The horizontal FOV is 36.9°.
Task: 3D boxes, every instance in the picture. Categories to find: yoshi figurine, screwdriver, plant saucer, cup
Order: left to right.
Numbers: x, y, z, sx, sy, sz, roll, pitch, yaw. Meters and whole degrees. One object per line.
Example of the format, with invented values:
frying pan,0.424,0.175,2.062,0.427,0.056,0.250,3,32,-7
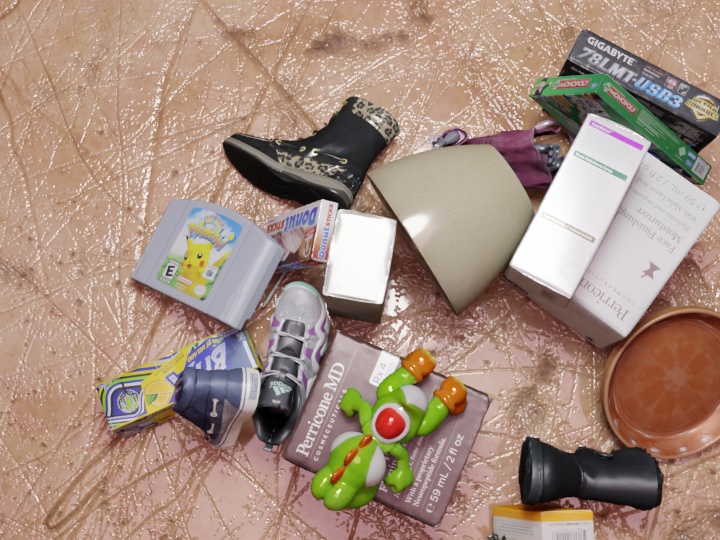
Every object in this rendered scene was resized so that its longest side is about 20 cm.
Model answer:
screwdriver,-0.071,-0.036,1.405,0.029,0.028,0.201,20,77,33
yoshi figurine,0.022,0.186,1.186,0.200,0.112,0.112,-44,123,-19
cup,0.120,-0.067,1.274,0.143,0.200,0.201,-32,82,1
plant saucer,0.390,0.137,1.332,0.199,0.032,0.201,-4,110,-10

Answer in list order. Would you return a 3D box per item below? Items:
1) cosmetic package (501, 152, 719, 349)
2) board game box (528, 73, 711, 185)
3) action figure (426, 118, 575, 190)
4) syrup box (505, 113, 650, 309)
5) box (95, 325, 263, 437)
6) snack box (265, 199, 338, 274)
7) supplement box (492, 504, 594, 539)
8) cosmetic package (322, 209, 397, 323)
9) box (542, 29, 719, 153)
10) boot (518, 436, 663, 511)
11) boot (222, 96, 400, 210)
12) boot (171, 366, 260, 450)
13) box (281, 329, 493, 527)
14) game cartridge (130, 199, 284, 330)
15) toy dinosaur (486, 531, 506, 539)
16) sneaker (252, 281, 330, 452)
cosmetic package,0.302,-0.033,1.331,0.165,0.165,0.200,36,83,8
board game box,0.318,-0.171,1.326,0.200,0.134,0.029,34,82,-26
action figure,0.163,-0.153,1.386,0.199,0.134,0.149,2,41,27
syrup box,0.244,-0.066,1.215,0.081,0.079,0.200,29,82,9
box,-0.223,0.139,1.359,0.199,0.070,0.064,-24,73,-3
snack box,-0.079,-0.038,1.327,0.024,0.200,0.072,14,80,-22
supplement box,0.218,0.383,1.280,0.073,0.126,0.201,3,81,-21
cosmetic package,0.000,0.000,1.313,0.073,0.200,0.104,10,82,1
box,0.336,-0.203,1.341,0.199,0.199,0.050,28,84,6
boot,0.273,0.241,1.270,0.167,0.200,0.077,5,85,8
boot,-0.063,-0.166,1.411,0.203,0.074,0.154,24,63,25
boot,-0.185,0.160,1.290,0.090,0.200,0.073,8,60,-15
box,0.032,0.191,1.300,0.199,0.164,0.166,23,82,5
game cartridge,-0.193,-0.017,1.356,0.200,0.040,0.134,21,77,36
toy dinosaur,0.157,0.371,1.277,0.047,0.200,0.088,4,115,-34
sneaker,-0.088,0.122,1.296,0.077,0.140,0.201,8,105,7
